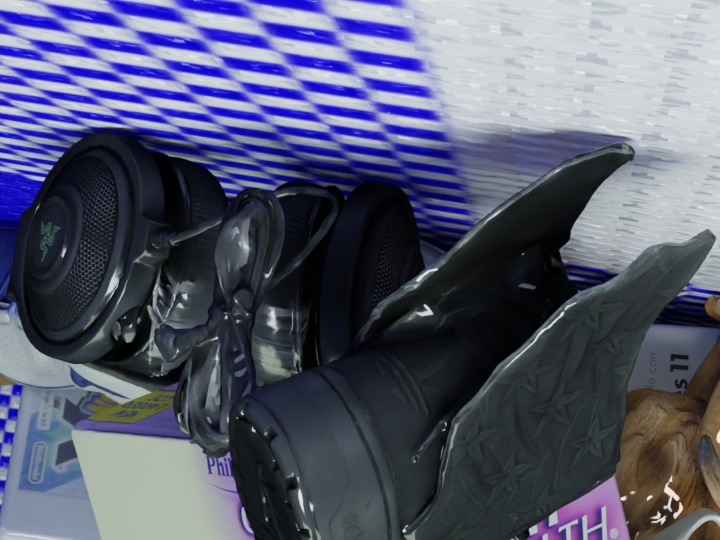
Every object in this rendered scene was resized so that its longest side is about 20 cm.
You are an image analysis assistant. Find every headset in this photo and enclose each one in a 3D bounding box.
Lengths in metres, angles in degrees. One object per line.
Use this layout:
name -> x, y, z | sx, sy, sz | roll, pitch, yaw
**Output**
headset -> -0.040, 0.014, 0.623 | 0.123, 0.095, 0.200 | 10, 169, -7

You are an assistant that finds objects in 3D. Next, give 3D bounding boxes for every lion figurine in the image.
lion figurine -> 0.156, 0.084, 0.804 | 0.199, 0.123, 0.072 | 20, -179, -10

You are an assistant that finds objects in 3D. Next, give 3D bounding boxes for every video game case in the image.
video game case -> -0.073, 0.071, 1.049 | 0.181, 0.022, 0.201 | 9, -141, -7

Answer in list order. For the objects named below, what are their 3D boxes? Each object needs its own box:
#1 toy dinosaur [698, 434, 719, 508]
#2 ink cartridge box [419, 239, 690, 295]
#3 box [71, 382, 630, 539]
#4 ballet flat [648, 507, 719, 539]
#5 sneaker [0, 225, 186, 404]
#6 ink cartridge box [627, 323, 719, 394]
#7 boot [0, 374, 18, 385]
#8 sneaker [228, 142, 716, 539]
toy dinosaur -> 0.175, 0.042, 0.664 | 0.135, 0.086, 0.200 | 20, -166, 6
ink cartridge box -> 0.000, 0.000, 0.828 | 0.199, 0.050, 0.162 | -8, -179, -19
box -> 0.008, 0.133, 0.716 | 0.096, 0.201, 0.176 | -20, -171, -31
ballet flat -> 0.146, 0.103, 0.748 | 0.199, 0.070, 0.069 | -27, 179, -6
sneaker -> -0.114, 0.014, 0.969 | 0.199, 0.081, 0.115 | 25, 159, 31
ink cartridge box -> 0.130, 0.081, 0.869 | 0.199, 0.118, 0.067 | 4, 177, -6
boot -> -0.236, 0.009, 1.104 | 0.175, 0.066, 0.200 | 44, -152, 21
sneaker -> 0.023, 0.053, 0.545 | 0.104, 0.060, 0.200 | -26, 151, -16
